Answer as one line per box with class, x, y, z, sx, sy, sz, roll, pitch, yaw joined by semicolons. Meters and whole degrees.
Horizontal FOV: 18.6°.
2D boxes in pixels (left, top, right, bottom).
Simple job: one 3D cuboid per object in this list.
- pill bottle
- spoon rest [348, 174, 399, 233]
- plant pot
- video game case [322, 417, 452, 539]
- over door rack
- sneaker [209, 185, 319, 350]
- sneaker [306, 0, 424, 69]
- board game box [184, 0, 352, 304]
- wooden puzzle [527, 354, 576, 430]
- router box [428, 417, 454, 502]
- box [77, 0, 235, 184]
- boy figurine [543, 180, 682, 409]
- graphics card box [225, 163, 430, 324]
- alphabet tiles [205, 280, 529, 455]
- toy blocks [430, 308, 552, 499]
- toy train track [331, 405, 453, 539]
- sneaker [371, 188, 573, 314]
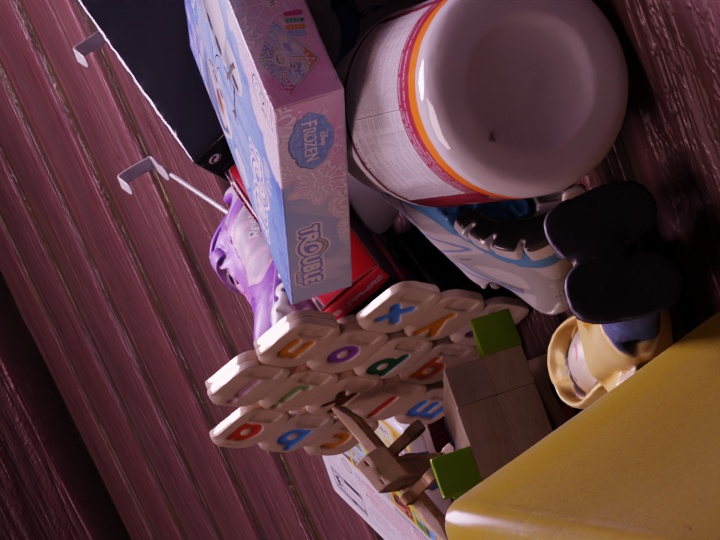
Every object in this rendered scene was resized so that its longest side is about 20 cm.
pill bottle;0.051;-0.088;1.139;0.110;0.109;0.200;62;165;-8
spoon rest;-0.020;-0.116;1.381;0.099;0.060;0.201;-72;-36;-65
plant pot;0.194;0.149;0.991;0.176;0.199;0.201;-2;117;61
video game case;0.012;0.138;1.640;0.200;0.023;0.183;39;153;51
over door rack;-0.112;-0.105;1.668;0.199;0.067;0.148;22;143;33
sneaker;-0.063;-0.001;1.531;0.201;0.088;0.081;-89;-23;-45
sneaker;-0.012;-0.181;1.257;0.115;0.080;0.200;55;157;31
board game box;-0.057;-0.115;1.236;0.200;0.043;0.200;88;161;-59
wooden puzzle;0.138;0.156;1.443;0.201;0.037;0.185;65;164;3
router box;0.011;0.117;1.734;0.180;0.049;0.200;64;164;-12
box;-0.099;-0.143;1.468;0.200;0.079;0.141;54;-170;28
boy figurine;0.128;0.018;1.146;0.200;0.064;0.125;82;172;-72
graphics card box;0.000;0.000;1.426;0.126;0.051;0.200;54;-174;30
alphabet tiles;0.004;0.062;1.385;0.195;0.199;0.015;-40;57;35
toy blocks;0.098;0.144;1.345;0.137;0.099;0.201;85;167;-68
toy train track;0.044;0.122;1.419;0.115;0.033;0.200;49;-170;14
sneaker;0.059;-0.034;1.289;0.200;0.075;0.087;44;163;47
